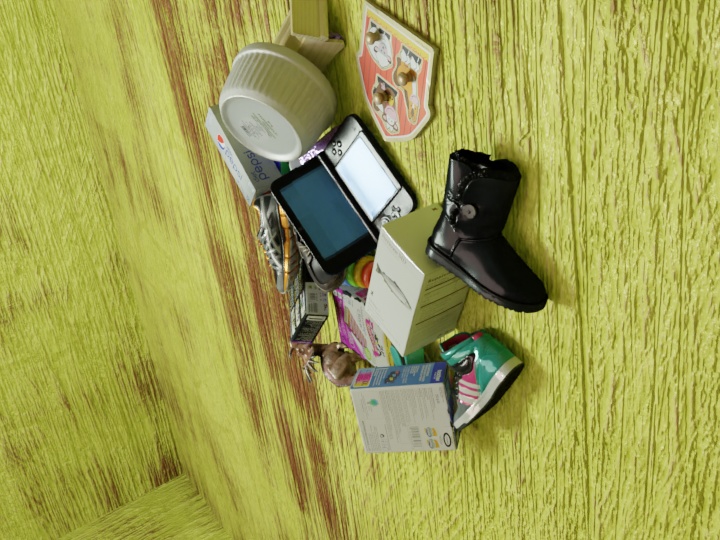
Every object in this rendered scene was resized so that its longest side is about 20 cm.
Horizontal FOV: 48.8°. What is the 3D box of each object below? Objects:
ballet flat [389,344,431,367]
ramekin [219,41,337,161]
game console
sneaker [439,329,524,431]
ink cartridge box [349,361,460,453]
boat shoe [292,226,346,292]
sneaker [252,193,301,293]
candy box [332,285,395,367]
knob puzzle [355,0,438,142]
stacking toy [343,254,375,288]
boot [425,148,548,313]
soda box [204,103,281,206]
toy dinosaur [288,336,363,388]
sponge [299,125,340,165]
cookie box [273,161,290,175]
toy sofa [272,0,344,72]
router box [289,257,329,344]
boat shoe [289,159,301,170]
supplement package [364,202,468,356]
[{"bbox_3d":[0.104,0.207,1.430,0.067,0.069,0.203,-138,32,-58],"label":"ballet flat"},{"bbox_3d":[-0.147,-0.279,1.362,0.197,0.106,0.201,21,155,11],"label":"ramekin"},{"bbox_3d":[-0.030,-0.127,1.325,0.201,0.118,0.171,55,136,12],"label":"game console"},{"bbox_3d":[0.169,0.163,1.259,0.121,0.083,0.201,50,141,21],"label":"sneaker"},{"bbox_3d":[0.095,0.236,1.360,0.197,0.077,0.138,-5,114,18],"label":"ink cartridge box"},{"bbox_3d":[-0.086,-0.042,1.459,0.073,0.074,0.201,39,-163,-44],"label":"boat shoe"},{"bbox_3d":[-0.161,-0.055,1.530,0.078,0.076,0.204,-54,-37,-72],"label":"sneaker"},{"bbox_3d":[0.025,0.105,1.509,0.199,0.060,0.138,27,133,52],"label":"candy box"},{"bbox_3d":[0.043,-0.283,1.218,0.219,0.030,0.222,42,144,41],"label":"knob puzzle"},{"bbox_3d":[0.000,0.000,1.463,0.199,0.085,0.087,20,128,51],"label":"stacking toy"},{"bbox_3d":[0.185,-0.056,1.073,0.199,0.076,0.170,34,129,25],"label":"boot"},{"bbox_3d":[-0.227,-0.232,1.548,0.202,0.068,0.064,60,152,14],"label":"soda box"},{"bbox_3d":[-0.053,0.199,1.643,0.199,0.134,0.087,34,139,46],"label":"toy dinosaur"},{"bbox_3d":[-0.032,-0.143,1.420,0.111,0.030,0.203,-28,84,39],"label":"sponge"},{"bbox_3d":[-0.174,-0.232,1.607,0.171,0.074,0.202,46,146,37],"label":"cookie box"},{"bbox_3d":[-0.103,-0.388,1.372,0.200,0.096,0.084,143,127,-63],"label":"toy sofa"},{"bbox_3d":[-0.108,0.028,1.621,0.149,0.050,0.203,123,147,-59],"label":"router box"},{"bbox_3d":[-0.062,-0.142,1.495,0.201,0.068,0.057,56,-173,7],"label":"boat shoe"},{"bbox_3d":[0.094,0.016,1.255,0.117,0.116,0.202,50,148,31],"label":"supplement package"}]
